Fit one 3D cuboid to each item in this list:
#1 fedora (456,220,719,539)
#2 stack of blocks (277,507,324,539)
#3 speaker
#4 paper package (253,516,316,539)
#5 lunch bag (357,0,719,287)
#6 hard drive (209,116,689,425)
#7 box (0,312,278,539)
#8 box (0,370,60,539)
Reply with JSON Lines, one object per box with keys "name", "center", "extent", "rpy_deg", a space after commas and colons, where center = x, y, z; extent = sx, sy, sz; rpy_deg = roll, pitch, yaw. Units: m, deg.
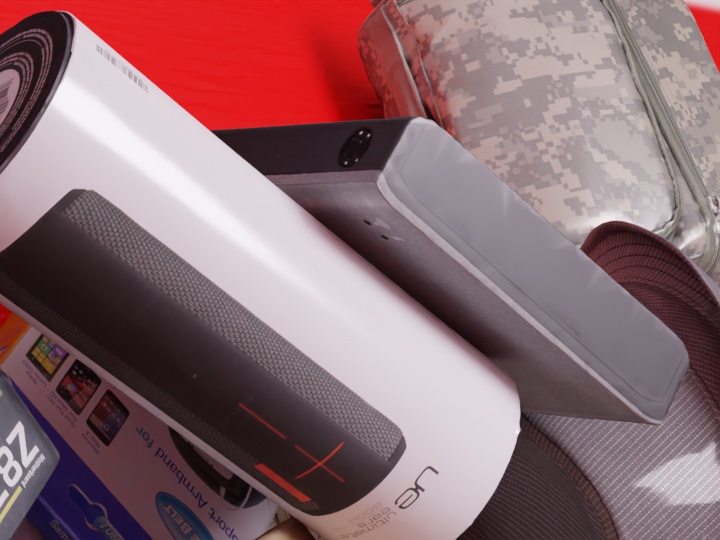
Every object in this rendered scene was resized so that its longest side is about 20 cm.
{"name": "fedora", "center": [0.084, 0.080, 0.891], "extent": [0.090, 0.178, 0.200], "rpy_deg": [-9, 37, -24]}
{"name": "stack of blocks", "center": [0.045, 0.167, 0.927], "extent": [0.115, 0.058, 0.201], "rpy_deg": [23, 42, -47]}
{"name": "speaker", "center": [-0.042, 0.011, 0.736], "extent": [0.200, 0.081, 0.082], "rpy_deg": [40, 31, -29]}
{"name": "paper package", "center": [-0.012, 0.190, 0.698], "extent": [0.200, 0.103, 0.191], "rpy_deg": [52, 7, 3]}
{"name": "lunch bag", "center": [0.092, -0.046, 1.164], "extent": [0.167, 0.139, 0.201], "rpy_deg": [5, 54, -37]}
{"name": "hard drive", "center": [0.000, 0.000, 0.826], "extent": [0.139, 0.199, 0.033], "rpy_deg": [39, 70, -29]}
{"name": "box", "center": [-0.078, 0.050, 0.879], "extent": [0.119, 0.041, 0.200], "rpy_deg": [50, 30, -12]}
{"name": "box", "center": [-0.175, 0.059, 0.623], "extent": [0.162, 0.049, 0.200], "rpy_deg": [56, 39, -24]}
